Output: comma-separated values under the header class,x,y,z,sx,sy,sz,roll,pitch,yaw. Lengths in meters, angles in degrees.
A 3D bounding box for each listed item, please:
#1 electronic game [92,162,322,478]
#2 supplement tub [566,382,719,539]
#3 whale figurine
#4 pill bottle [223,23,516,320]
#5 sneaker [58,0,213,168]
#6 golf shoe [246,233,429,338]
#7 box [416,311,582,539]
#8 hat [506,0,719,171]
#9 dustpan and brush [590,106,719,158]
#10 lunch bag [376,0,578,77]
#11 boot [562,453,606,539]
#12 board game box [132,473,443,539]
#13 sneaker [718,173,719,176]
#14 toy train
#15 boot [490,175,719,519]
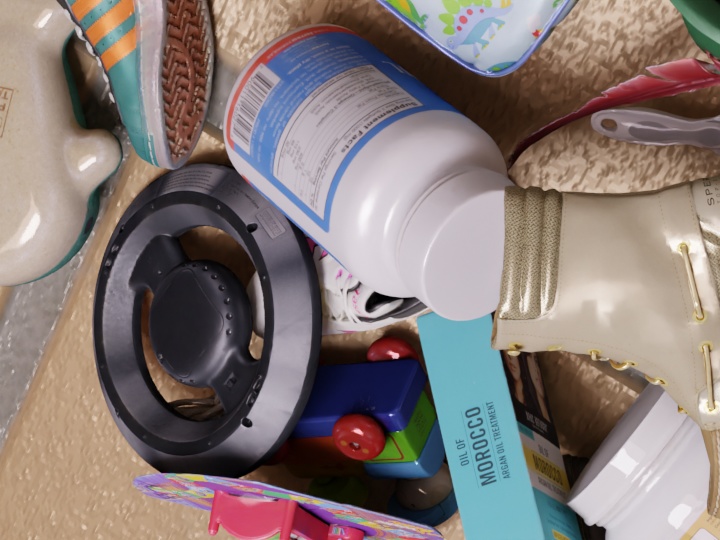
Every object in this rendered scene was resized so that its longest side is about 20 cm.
class,x,y,z,sx,sy,sz,roll,pitch,yaw
electronic game,-0.099,0.033,1.658,0.199,0.042,0.201,-1,88,43
supplement tub,0.235,0.151,1.558,0.200,0.144,0.145,39,123,2
whale figurine,-0.216,-0.090,1.674,0.158,0.104,0.201,13,95,18
pill bottle,0.015,-0.053,1.518,0.200,0.112,0.113,42,133,44
sneaker,-0.143,-0.161,1.606,0.080,0.071,0.201,4,111,26
golf shoe,0.000,0.000,1.616,0.199,0.092,0.073,-24,105,32
box,0.089,0.121,1.577,0.049,0.082,0.201,-20,67,18
hat,0.216,-0.124,1.465,0.199,0.166,0.176,25,146,10
dustpan and brush,0.232,-0.076,1.497,0.199,0.057,0.140,11,119,18
lunch bag,0.078,-0.225,1.477,0.161,0.082,0.200,37,123,1
boot,0.194,0.192,1.654,0.097,0.075,0.201,-20,106,10
board game box,-0.047,0.169,1.666,0.199,0.039,0.158,16,165,-25
sneaker,0.266,-0.073,1.423,0.200,0.080,0.071,-38,93,20
toy train,-0.037,0.115,1.705,0.199,0.085,0.116,-6,129,30
boot,0.148,0.045,1.440,0.155,0.073,0.201,-2,113,2
